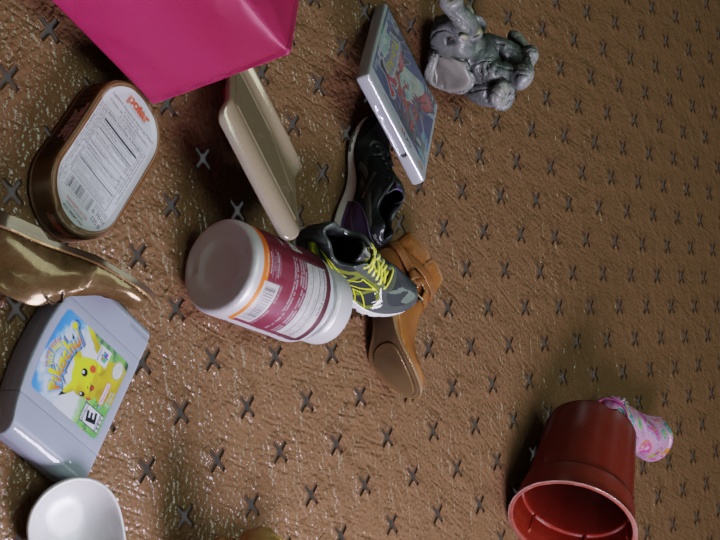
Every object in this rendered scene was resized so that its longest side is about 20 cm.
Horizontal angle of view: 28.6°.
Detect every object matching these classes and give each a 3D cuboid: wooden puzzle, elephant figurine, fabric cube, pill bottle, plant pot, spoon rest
[{"bbox_3d":[-0.124,-0.151,1.693,0.200,0.037,0.186,-90,156,-61],"label":"wooden puzzle"},{"bbox_3d":[0.152,-0.331,2.083,0.199,0.156,0.142,27,24,-22],"label":"elephant figurine"},{"bbox_3d":[-0.192,-0.336,1.507,0.199,0.195,0.201,45,40,-41],"label":"fabric cube"},{"bbox_3d":[-0.104,0.019,1.679,0.200,0.113,0.115,24,66,-51],"label":"pill bottle"},{"bbox_3d":[0.348,0.323,2.221,0.201,0.199,0.196,59,35,-31],"label":"plant pot"},{"bbox_3d":[-0.270,0.299,1.444,0.099,0.060,0.201,-35,118,-24],"label":"spoon rest"}]

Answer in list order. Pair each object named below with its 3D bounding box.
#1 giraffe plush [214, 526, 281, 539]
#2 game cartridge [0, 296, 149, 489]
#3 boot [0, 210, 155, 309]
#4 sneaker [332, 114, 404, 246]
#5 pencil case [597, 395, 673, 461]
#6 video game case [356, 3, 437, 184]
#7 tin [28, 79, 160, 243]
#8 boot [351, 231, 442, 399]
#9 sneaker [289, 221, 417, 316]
[{"bbox_3d":[-0.106,0.381,1.615,0.162,0.171,0.201,-28,99,-74],"label":"giraffe plush"},{"bbox_3d":[-0.300,0.107,1.461,0.133,0.040,0.201,46,50,-36],"label":"game cartridge"},{"bbox_3d":[-0.303,0.009,1.421,0.199,0.073,0.076,24,76,-26],"label":"boot"},{"bbox_3d":[0.029,-0.118,1.904,0.076,0.087,0.201,35,58,-46],"label":"sneaker"},{"bbox_3d":[0.475,0.277,2.479,0.200,0.087,0.088,28,64,-49],"label":"pencil case"},{"bbox_3d":[0.054,-0.247,1.966,0.183,0.023,0.201,60,25,-31],"label":"video game case"},{"bbox_3d":[-0.281,-0.118,1.516,0.112,0.042,0.201,58,43,-38],"label":"tin"},{"bbox_3d":[0.068,0.059,1.939,0.155,0.073,0.201,-43,116,-42],"label":"boot"},{"bbox_3d":[0.000,0.000,1.809,0.199,0.084,0.075,26,64,-27],"label":"sneaker"}]
